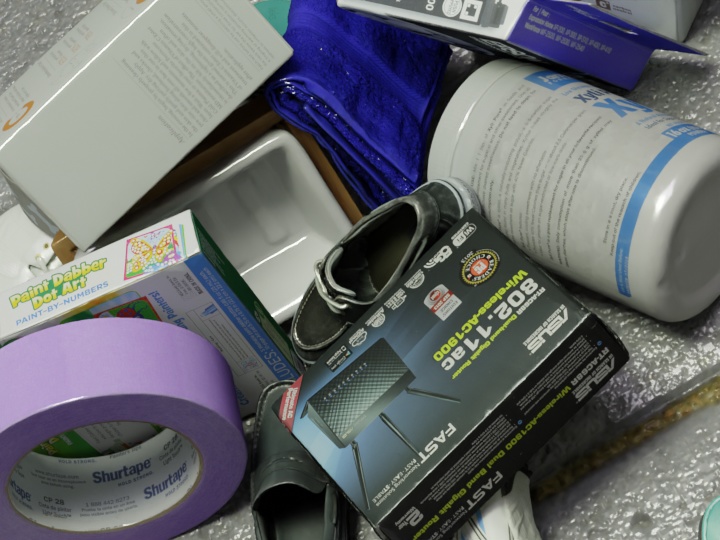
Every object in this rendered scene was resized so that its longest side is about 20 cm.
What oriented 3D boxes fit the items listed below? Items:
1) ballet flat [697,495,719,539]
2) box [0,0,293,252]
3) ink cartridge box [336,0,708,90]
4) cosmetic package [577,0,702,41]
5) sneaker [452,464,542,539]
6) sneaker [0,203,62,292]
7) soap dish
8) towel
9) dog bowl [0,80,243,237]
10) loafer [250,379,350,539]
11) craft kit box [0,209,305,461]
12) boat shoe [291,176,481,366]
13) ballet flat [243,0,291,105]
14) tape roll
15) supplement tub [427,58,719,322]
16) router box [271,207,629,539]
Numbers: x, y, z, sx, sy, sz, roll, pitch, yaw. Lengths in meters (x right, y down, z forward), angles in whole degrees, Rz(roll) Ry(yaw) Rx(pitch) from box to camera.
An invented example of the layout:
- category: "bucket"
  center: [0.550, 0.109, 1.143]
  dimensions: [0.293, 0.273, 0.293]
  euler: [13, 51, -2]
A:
- category: "ballet flat"
  center: [0.269, 0.224, 1.478]
  dimensions: [0.073, 0.073, 0.200]
  euler: [-33, 51, 2]
- category: "box"
  center: [-0.160, -0.126, 1.683]
  dimensions: [0.200, 0.098, 0.124]
  euler: [-43, 20, -1]
- category: "ink cartridge box"
  center: [0.118, -0.171, 1.723]
  dimensions: [0.199, 0.198, 0.044]
  euler: [15, 92, 33]
- category: "cosmetic package"
  center: [0.195, -0.309, 1.773]
  dimensions: [0.167, 0.166, 0.201]
  euler: [21, 70, 20]
- category: "sneaker"
  center: [0.084, 0.167, 1.602]
  dimensions: [0.072, 0.072, 0.200]
  euler: [-32, 47, 15]
- category: "sneaker"
  center: [-0.250, 0.024, 1.843]
  dimensions: [0.115, 0.074, 0.200]
  euler: [-32, 50, 7]
- category: "soap dish"
  center: [-0.104, -0.024, 1.762]
  dimensions: [0.200, 0.158, 0.081]
  euler: [-31, 35, 3]
- category: "towel"
  center: [0.005, -0.144, 1.755]
  dimensions: [0.049, 0.148, 0.200]
  euler: [-31, 27, 29]
- category: "dog bowl"
  center: [-0.182, -0.095, 1.860]
  dimensions: [0.199, 0.059, 0.201]
  euler: [-3, 45, 3]
- category: "loafer"
  center: [-0.042, 0.155, 1.664]
  dimensions: [0.068, 0.070, 0.201]
  euler: [-19, 54, 12]
- category: "craft kit box"
  center: [-0.162, 0.061, 1.699]
  dimensions: [0.197, 0.200, 0.049]
  euler: [-25, 52, 7]
- category: "boat shoe"
  center: [0.000, 0.000, 1.689]
  dimensions: [0.200, 0.071, 0.072]
  euler: [-49, 61, 36]
- category: "ballet flat"
  center: [-0.064, -0.149, 1.831]
  dimensions: [0.072, 0.072, 0.200]
  euler: [-23, 18, 10]
- category: "tape roll"
  center: [-0.180, 0.118, 1.669]
  dimensions: [0.199, 0.200, 0.066]
  euler: [-23, 53, 10]
- category: "supplement tub"
  center: [0.160, -0.057, 1.668]
  dimensions: [0.200, 0.132, 0.132]
  euler: [26, 73, 34]
- category: "router box"
  center: [0.056, 0.075, 1.590]
  dimensions: [0.200, 0.062, 0.150]
  euler: [-45, 43, -1]
